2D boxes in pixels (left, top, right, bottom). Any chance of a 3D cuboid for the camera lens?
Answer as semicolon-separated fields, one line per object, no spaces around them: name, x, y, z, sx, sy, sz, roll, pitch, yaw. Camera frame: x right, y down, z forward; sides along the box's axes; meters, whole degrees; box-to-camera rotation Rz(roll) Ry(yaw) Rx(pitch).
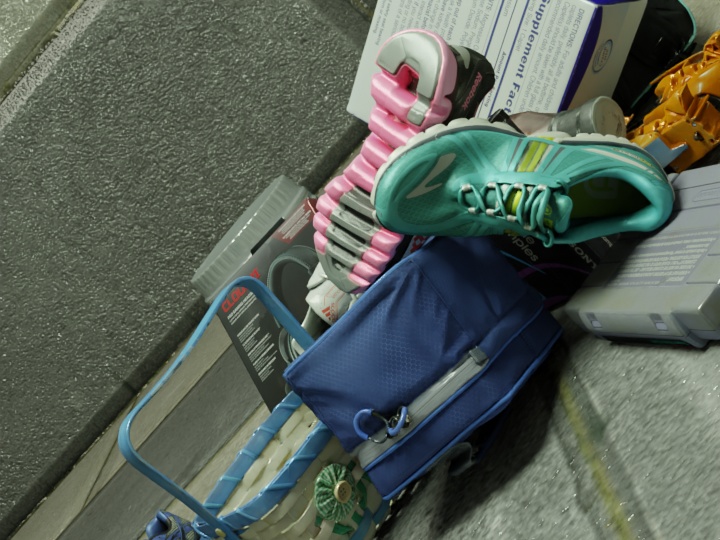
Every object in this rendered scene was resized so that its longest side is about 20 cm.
camera lens;-0.052;0.023;1.401;0.160;0.200;0.160;-46;9;10

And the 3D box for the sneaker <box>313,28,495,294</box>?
sneaker;0.036;-0.071;0.964;0.095;0.079;0.202;-10;-47;-50

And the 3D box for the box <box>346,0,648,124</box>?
box;0.112;-0.183;1.169;0.104;0.199;0.186;-21;-44;-51

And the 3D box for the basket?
basket;-0.062;0.124;1.021;0.139;0.200;0.177;-36;16;54

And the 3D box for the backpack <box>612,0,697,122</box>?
backpack;0.189;-0.228;1.279;0.176;0.200;0.153;-48;4;10

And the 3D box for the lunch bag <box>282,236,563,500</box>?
lunch bag;0.051;0.063;0.945;0.136;0.133;0.200;-44;-2;30

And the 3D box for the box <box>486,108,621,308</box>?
box;0.097;-0.026;1.064;0.036;0.143;0.200;-50;8;-34

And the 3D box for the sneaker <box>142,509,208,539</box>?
sneaker;-0.199;0.304;1.341;0.075;0.078;0.200;-46;9;17

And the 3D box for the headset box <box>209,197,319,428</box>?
headset box;-0.035;0.045;1.233;0.149;0.201;0.077;-43;-25;26

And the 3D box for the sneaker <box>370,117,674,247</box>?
sneaker;0.105;-0.052;0.886;0.080;0.197;0.079;-105;12;-65

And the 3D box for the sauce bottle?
sauce bottle;0.118;-0.087;1.069;0.199;0.066;0.066;-14;32;47

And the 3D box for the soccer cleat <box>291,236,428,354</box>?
soccer cleat;0.000;0.000;1.069;0.085;0.069;0.201;-34;-19;-38

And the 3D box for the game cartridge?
game cartridge;0.205;-0.011;0.845;0.130;0.038;0.200;-55;10;-8

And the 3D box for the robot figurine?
robot figurine;0.220;-0.103;1.065;0.145;0.058;0.200;-52;9;-32
